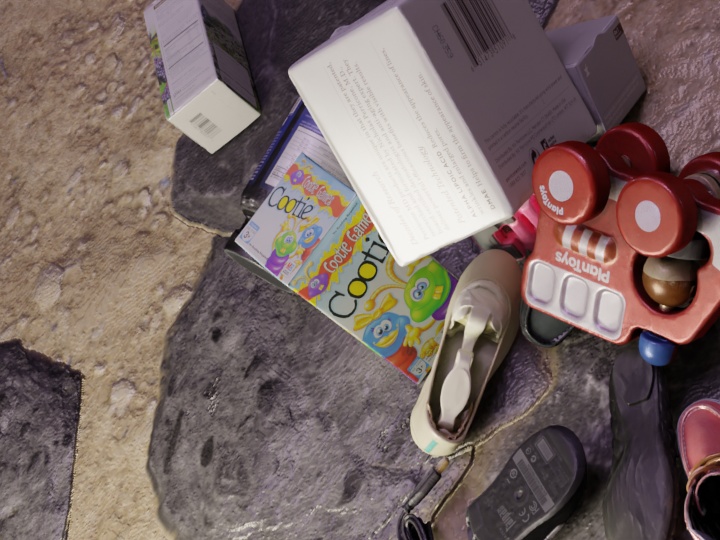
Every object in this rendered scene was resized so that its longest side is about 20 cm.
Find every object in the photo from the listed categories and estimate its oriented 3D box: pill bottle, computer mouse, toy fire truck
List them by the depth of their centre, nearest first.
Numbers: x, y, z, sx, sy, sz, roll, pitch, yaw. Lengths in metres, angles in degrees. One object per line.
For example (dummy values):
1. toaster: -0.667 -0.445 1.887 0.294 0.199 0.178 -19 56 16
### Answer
1. toy fire truck: 0.223 -0.017 1.507 0.199 0.112 0.169 24 119 36
2. computer mouse: 0.116 0.197 1.591 0.201 0.046 0.141 -53 44 17
3. pill bottle: -0.052 -0.084 1.885 0.111 0.112 0.201 22 79 48

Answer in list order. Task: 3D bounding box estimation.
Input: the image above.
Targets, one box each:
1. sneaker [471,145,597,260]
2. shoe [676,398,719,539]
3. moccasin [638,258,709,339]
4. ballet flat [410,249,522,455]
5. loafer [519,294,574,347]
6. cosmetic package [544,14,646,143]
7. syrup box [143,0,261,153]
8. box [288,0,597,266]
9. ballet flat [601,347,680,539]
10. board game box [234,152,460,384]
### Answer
1. sneaker: 0.190 -0.084 1.705 0.199 0.079 0.096 -20 35 28
2. shoe: 0.281 0.162 1.427 0.071 0.091 0.201 -37 44 16
3. moccasin: 0.293 -0.020 1.553 0.201 0.073 0.078 -35 72 30
4. ballet flat: 0.099 0.069 1.671 0.069 0.069 0.202 6 72 44
5. loafer: 0.197 -0.020 1.615 0.202 0.068 0.070 -62 8 14
6. cosmetic package: 0.154 -0.164 1.749 0.199 0.091 0.107 -5 29 39
7. syrup box: -0.182 -0.239 2.135 0.081 0.079 0.201 -36 44 18
8. box: 0.074 -0.145 1.602 0.130 0.201 0.199 -24 11 37
9. ballet flat: 0.234 0.158 1.515 0.066 0.057 0.202 -10 62 29
10. board game box: 0.000 0.000 1.712 0.103 0.200 0.105 -52 41 0
